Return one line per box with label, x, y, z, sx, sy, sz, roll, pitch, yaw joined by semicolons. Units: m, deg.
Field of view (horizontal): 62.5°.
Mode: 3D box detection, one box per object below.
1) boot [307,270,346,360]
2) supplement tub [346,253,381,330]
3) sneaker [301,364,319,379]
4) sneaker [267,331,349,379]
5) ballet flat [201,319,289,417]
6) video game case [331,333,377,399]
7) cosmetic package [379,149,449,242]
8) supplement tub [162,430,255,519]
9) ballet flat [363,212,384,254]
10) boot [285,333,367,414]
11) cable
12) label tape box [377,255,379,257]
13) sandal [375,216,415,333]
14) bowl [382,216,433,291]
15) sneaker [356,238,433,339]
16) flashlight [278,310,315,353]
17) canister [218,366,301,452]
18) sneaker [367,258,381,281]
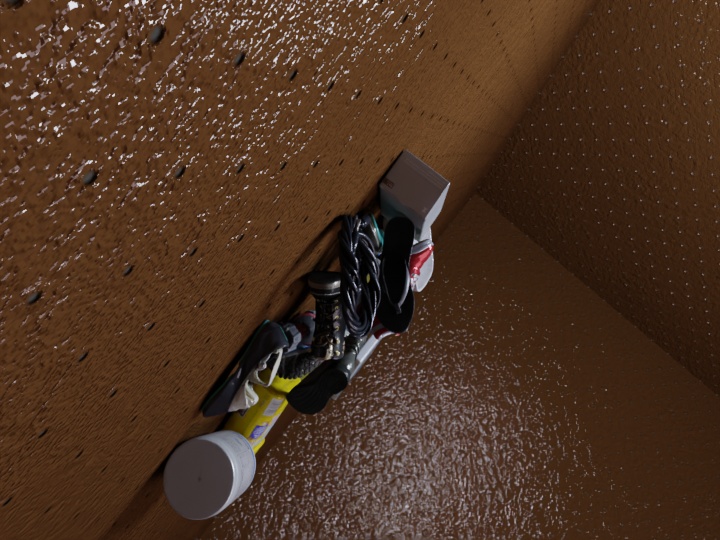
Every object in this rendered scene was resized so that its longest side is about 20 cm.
boot;-0.058;0.080;1.051;0.200;0.070;0.157;-31;128;-87
supplement tub;0.023;0.059;1.430;0.201;0.122;0.122;-47;173;10
sneaker;-0.156;0.243;1.423;0.199;0.076;0.076;-35;-166;46
sneaker;-0.117;0.158;1.246;0.196;0.090;0.080;-18;141;-38
ballet flat;-0.183;0.177;0.969;0.202;0.072;0.073;-53;173;7
video game case;0.011;0.197;1.424;0.200;0.023;0.184;-47;170;-44
cosmetic package;0.097;-0.132;1.107;0.091;0.106;0.200;-53;174;-8
supplement tub;-0.269;0.366;1.082;0.133;0.131;0.200;-50;172;-8
ballet flat;0.013;-0.058;1.123;0.062;0.069;0.200;-21;172;6
boot;-0.062;0.203;1.195;0.199;0.068;0.132;-38;-167;38
cable;-0.001;0.012;0.969;0.163;0.049;0.208;-35;124;-78
label tape box;0.055;-0.010;1.592;0.144;0.063;0.202;-45;169;-42
sandal;0.060;0.007;1.051;0.043;0.073;0.208;39;52;-84
bowl;0.106;-0.066;1.328;0.200;0.072;0.207;-41;125;-66
sneaker;0.080;0.042;1.104;0.199;0.114;0.071;-41;161;11
flashlight;-0.116;0.116;1.101;0.068;0.068;0.200;-50;174;6
canister;-0.221;0.306;1.273;0.203;0.086;0.148;-56;170;16
sneaker;0.000;0.000;1.304;0.199;0.075;0.078;-25;-137;66
